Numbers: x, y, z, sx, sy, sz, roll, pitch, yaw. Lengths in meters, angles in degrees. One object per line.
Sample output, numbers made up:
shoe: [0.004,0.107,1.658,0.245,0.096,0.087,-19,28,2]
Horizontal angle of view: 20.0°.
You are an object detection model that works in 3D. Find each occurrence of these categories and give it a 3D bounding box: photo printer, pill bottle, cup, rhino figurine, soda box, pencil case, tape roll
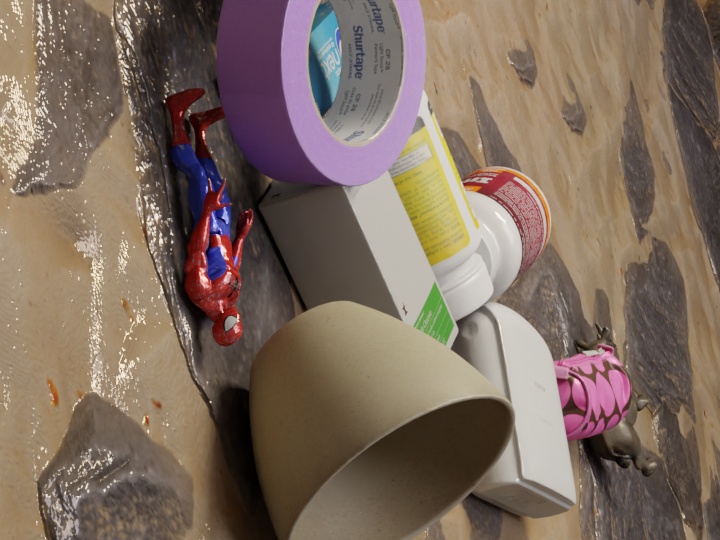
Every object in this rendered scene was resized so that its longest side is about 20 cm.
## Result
photo printer: [0.148,0.132,2.011,0.166,0.069,0.201,33,45,-59]
pill bottle: [0.040,-0.054,1.825,0.201,0.114,0.114,67,22,-16]
cup: [-0.004,0.108,1.530,0.143,0.200,0.200,55,12,27]
rhino figurine: [0.292,0.142,2.376,0.087,0.060,0.201,35,38,-42]
soda box: [-0.053,-0.172,1.742,0.200,0.068,0.064,-55,127,-64]
pill bottle: [0.112,-0.030,1.985,0.113,0.113,0.200,70,21,-7]
pencil case: [0.233,0.132,2.204,0.200,0.090,0.094,-8,117,-71]
tape roll: [-0.028,-0.168,1.603,0.200,0.065,0.201,-9,101,-56]

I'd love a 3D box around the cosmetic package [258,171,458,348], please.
cosmetic package: [0.000,0.000,1.726,0.201,0.085,0.108,66,25,-21]

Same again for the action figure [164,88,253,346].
action figure: [-0.110,-0.038,1.535,0.065,0.051,0.201,40,40,-63]
